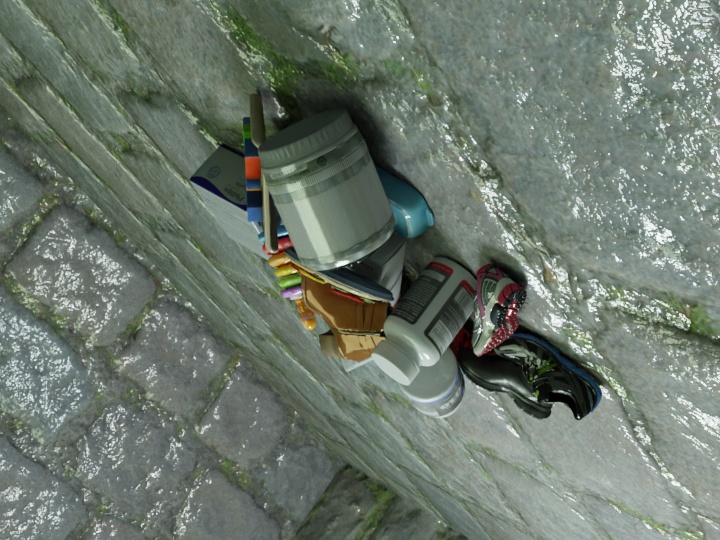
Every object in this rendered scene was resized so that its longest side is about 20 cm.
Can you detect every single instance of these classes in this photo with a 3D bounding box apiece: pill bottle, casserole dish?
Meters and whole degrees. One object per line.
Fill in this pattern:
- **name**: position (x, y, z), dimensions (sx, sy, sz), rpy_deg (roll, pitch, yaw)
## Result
- **pill bottle**: position (0.107, 0.086, 1.395), dimensions (0.110, 0.201, 0.111), rpy_deg (35, 163, 13)
- **pill bottle**: position (0.133, 0.202, 1.533), dimensions (0.113, 0.115, 0.200), rpy_deg (31, 170, 22)
- **casserole dish**: position (0.028, -0.116, 1.340), dimensions (0.198, 0.039, 0.122), rpy_deg (34, 161, 22)

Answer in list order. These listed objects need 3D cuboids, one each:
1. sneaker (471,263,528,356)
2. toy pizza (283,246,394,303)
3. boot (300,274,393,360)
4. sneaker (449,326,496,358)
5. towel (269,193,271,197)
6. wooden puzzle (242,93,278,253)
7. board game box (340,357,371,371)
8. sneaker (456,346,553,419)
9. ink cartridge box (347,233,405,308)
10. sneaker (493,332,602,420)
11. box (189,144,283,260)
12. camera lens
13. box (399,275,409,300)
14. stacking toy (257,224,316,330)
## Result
- **sneaker**: position (0.212, 0.065, 1.346), dimensions (0.075, 0.080, 0.202), rpy_deg (48, 154, 26)
- **toy pizza**: position (-0.038, 0.015, 1.365), dimensions (0.197, 0.032, 0.200), rpy_deg (24, -176, -2)
- **boot**: position (-0.016, 0.061, 1.476), dimensions (0.152, 0.074, 0.204), rpy_deg (-5, 112, 35)
- **sneaker**: position (0.207, 0.136, 1.554), dimensions (0.114, 0.080, 0.200), rpy_deg (18, 165, 30)
- **towel**: position (-0.108, -0.160, 1.439), dimensions (0.198, 0.048, 0.114), rpy_deg (10, 118, 54)
- **wooden puzzle**: position (-0.168, -0.158, 1.363), dimensions (0.187, 0.045, 0.204), rpy_deg (-104, 9, -54)
- **board game box**: position (0.063, 0.134, 1.617), dimensions (0.035, 0.197, 0.126), rpy_deg (65, 163, 7)
- **sneaker**: position (0.265, 0.178, 1.484), dimensions (0.197, 0.092, 0.076), rpy_deg (27, -155, -1)
- **ink cartridge box**: position (0.000, 0.000, 1.523), dimensions (0.145, 0.083, 0.202), rpy_deg (32, 144, 22)
- **sneaker**: position (0.305, 0.174, 1.399), dimensions (0.198, 0.083, 0.071), rpy_deg (35, 162, 18)
- **box**: position (-0.219, -0.128, 1.703), dimensions (0.182, 0.105, 0.201), rpy_deg (28, 160, 34)
- **camera lens**: position (-0.048, -0.114, 1.232), dimensions (0.159, 0.159, 0.203), rpy_deg (10, 129, 57)
- **box**: position (0.014, 0.024, 1.686), dimensions (0.198, 0.049, 0.162), rpy_deg (31, 158, 23)
- **stacking toy**: position (-0.118, 0.013, 1.589), dimensions (0.116, 0.107, 0.205), rpy_deg (-7, -97, -83)
